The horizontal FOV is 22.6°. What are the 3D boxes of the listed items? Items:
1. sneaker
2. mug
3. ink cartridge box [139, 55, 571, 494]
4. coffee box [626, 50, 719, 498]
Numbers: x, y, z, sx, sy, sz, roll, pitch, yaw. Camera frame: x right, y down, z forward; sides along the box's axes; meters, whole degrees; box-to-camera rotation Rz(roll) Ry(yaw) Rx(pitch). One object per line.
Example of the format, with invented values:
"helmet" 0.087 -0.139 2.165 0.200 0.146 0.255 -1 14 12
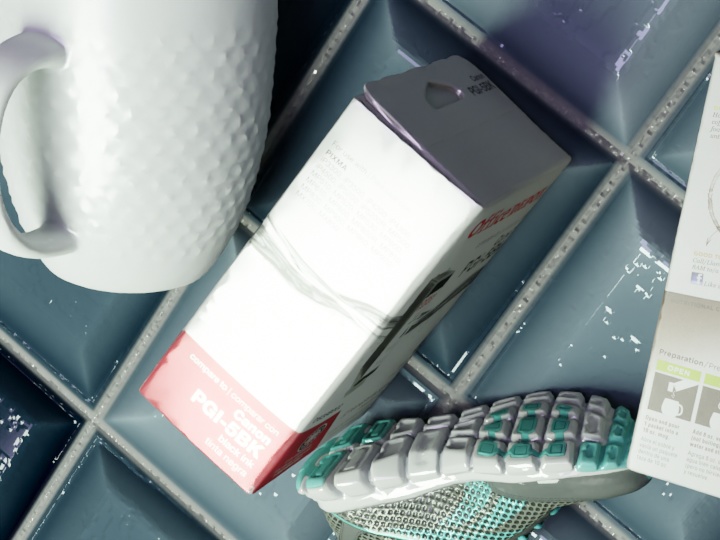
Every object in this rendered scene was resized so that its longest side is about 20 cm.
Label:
"sneaker" 0.068 0.122 0.958 0.200 0.078 0.091 -10 113 30
"mug" -0.133 -0.077 0.925 0.148 0.200 0.175 16 115 26
"ink cartridge box" 0.000 0.000 0.909 0.083 0.147 0.200 42 116 9
"coffee box" 0.194 -0.003 0.838 0.080 0.113 0.200 16 108 21
